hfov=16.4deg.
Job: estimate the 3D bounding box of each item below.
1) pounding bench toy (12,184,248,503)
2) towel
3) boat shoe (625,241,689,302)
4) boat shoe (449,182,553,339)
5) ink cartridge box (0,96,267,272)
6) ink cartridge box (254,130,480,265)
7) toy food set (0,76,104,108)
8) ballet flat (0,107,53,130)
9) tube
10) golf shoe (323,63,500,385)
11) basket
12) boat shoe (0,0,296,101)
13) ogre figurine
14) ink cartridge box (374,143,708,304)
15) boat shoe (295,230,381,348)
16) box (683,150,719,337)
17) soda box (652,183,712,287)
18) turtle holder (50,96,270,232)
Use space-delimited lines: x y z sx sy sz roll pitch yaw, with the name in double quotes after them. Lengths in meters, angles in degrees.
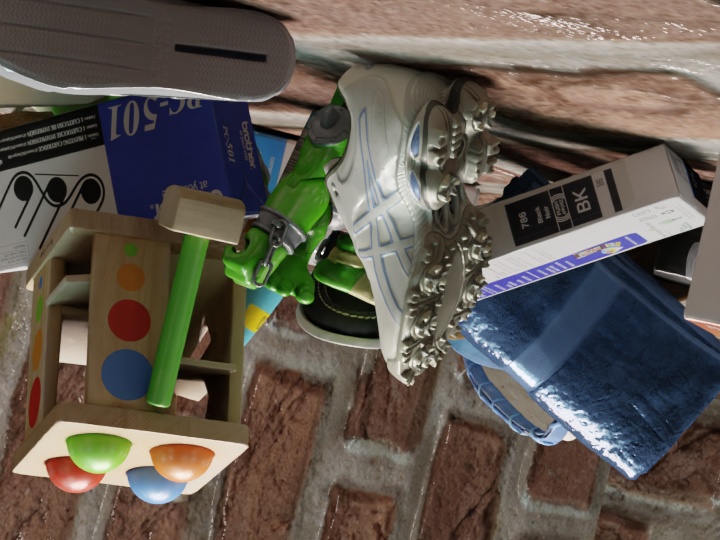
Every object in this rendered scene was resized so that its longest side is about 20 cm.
-0.131 0.050 1.557 0.124 0.157 0.200 9 158 -19 "pounding bench toy"
0.144 0.037 1.627 0.200 0.112 0.049 42 179 -12 "towel"
0.162 0.012 1.690 0.199 0.072 0.064 -20 -169 -16 "boat shoe"
0.087 -0.011 1.715 0.069 0.071 0.200 22 -148 34 "boat shoe"
-0.159 -0.062 1.627 0.199 0.094 0.044 -12 179 31 "ink cartridge box"
-0.021 -0.045 1.955 0.199 0.085 0.146 15 176 -7 "ink cartridge box"
-0.269 -0.150 1.605 0.199 0.061 0.143 0 169 37 "toy food set"
-0.213 -0.103 1.849 0.072 0.068 0.200 45 -150 15 "ballet flat"
-0.057 -0.010 1.696 0.050 0.201 0.077 28 -179 4 "tube"
0.023 -0.032 1.454 0.097 0.201 0.078 24 -144 29 "golf shoe"
0.121 0.041 1.806 0.199 0.140 0.176 7 -161 -31 "basket"
-0.136 -0.121 1.345 0.199 0.072 0.071 13 172 -20 "boat shoe"
-0.005 -0.043 1.536 0.199 0.120 0.098 11 -162 -41 "ogre figurine"
0.108 -0.021 1.527 0.199 0.039 0.099 -20 166 15 "ink cartridge box"
0.000 0.000 1.688 0.075 0.061 0.200 12 -164 -3 "boat shoe"
0.287 0.004 1.415 0.152 0.107 0.200 12 176 24 "box"
0.290 -0.005 1.605 0.199 0.064 0.071 13 176 7 "soda box"
-0.147 -0.063 1.735 0.185 0.142 0.132 10 176 29 "turtle holder"
